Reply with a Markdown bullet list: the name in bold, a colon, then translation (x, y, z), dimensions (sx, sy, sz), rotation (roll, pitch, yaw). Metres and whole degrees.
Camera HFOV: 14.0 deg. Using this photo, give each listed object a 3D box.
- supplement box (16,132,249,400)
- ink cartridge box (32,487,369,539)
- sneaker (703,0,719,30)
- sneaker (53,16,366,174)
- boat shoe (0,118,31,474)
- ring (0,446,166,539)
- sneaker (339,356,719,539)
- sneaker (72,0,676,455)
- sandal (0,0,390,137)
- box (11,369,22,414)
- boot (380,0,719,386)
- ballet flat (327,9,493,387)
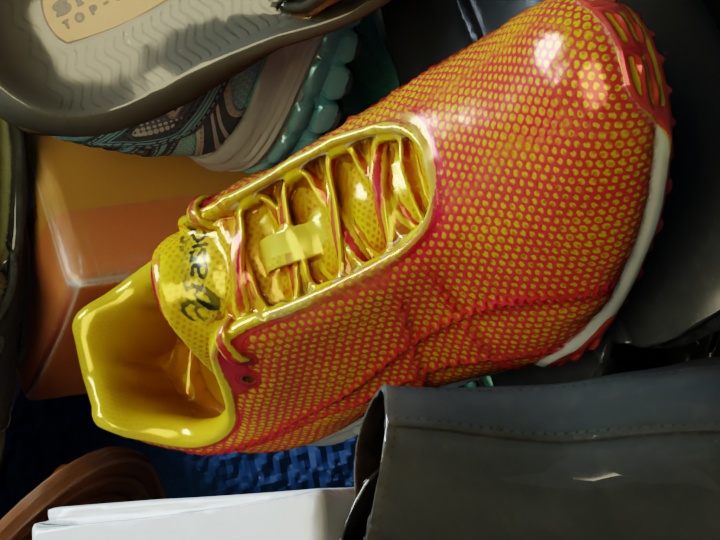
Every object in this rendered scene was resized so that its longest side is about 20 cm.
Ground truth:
- **supplement box**: translation (-0.083, -0.068, 0.808), dimensions (0.069, 0.066, 0.200), rotation (122, 135, -55)
- **ink cartridge box**: translation (-0.005, 0.155, 0.736), dimensions (0.085, 0.148, 0.201), rotation (-7, 84, 25)
- **sneaker**: translation (0.105, -0.129, 0.738), dimensions (0.078, 0.070, 0.201), rotation (1, 87, 27)
- **sneaker**: translation (-0.040, -0.118, 0.703), dimensions (0.078, 0.086, 0.201), rotation (28, 117, 55)
- **boat shoe**: translation (-0.119, 0.007, 0.740), dimensions (0.066, 0.072, 0.202), rotation (-172, 84, -64)
- **ring**: translation (-0.109, 0.134, 0.764), dimensions (0.019, 0.200, 0.201), rotation (27, 100, 15)
- **sneaker**: translation (0.046, 0.090, 0.697), dimensions (0.106, 0.200, 0.075), rotation (3, 43, -2)
- **sneaker**: translation (0.000, 0.000, 0.667), dimensions (0.200, 0.077, 0.073), rotation (-39, 61, 48)
- **sandal**: translation (-0.010, -0.097, 0.644), dimensions (0.200, 0.055, 0.082), rotation (-29, 86, 9)
- **box**: translation (-0.222, 0.071, 0.814), dimensions (0.123, 0.200, 0.199), rotation (32, 105, 65)
- **boot**: translation (0.062, -0.079, 0.686), dimensions (0.165, 0.065, 0.200), rotation (-46, 53, 47)
- **ballet flat**: translation (0.032, -0.028, 0.771), dimensions (0.070, 0.067, 0.200), rotation (-43, 68, 21)
